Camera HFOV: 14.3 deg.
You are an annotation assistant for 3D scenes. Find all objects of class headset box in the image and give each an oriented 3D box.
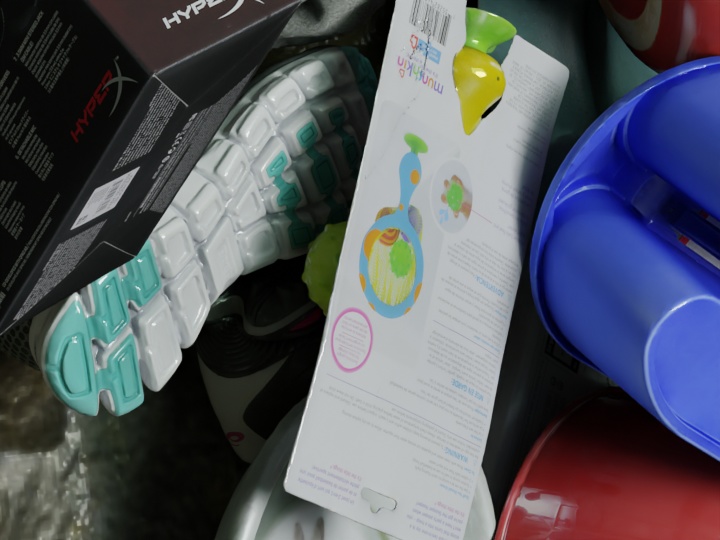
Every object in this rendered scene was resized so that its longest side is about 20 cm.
[{"bbox_3d":[-0.134,-0.103,0.943,0.200,0.149,0.075,48,46,11],"label":"headset box"}]

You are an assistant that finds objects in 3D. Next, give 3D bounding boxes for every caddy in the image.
[{"bbox_3d":[0.157,0.001,1.147,0.200,0.105,0.142,31,101,-40],"label":"caddy"}]

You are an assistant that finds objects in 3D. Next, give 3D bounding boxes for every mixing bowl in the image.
[{"bbox_3d":[0.153,0.150,1.224,0.200,0.108,0.201,2,87,-50],"label":"mixing bowl"}]

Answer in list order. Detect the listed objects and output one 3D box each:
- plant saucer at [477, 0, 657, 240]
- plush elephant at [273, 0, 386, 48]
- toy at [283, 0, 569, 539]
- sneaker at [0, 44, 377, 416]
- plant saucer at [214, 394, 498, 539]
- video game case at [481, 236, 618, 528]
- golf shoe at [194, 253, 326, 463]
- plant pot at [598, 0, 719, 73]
[{"bbox_3d":[0.107,-0.051,1.235,0.200,0.036,0.201,53,26,-42],"label":"plant saucer"},{"bbox_3d":[-0.064,-0.153,1.038,0.165,0.154,0.201,29,73,-78],"label":"plush elephant"},{"bbox_3d":[0.014,-0.003,1.085,0.115,0.047,0.201,28,74,-50],"label":"toy"},{"bbox_3d":[-0.073,-0.029,1.076,0.200,0.091,0.078,-39,132,-36],"label":"sneaker"},{"bbox_3d":[-0.014,0.139,1.129,0.200,0.050,0.201,-2,92,-57],"label":"plant saucer"},{"bbox_3d":[0.117,0.103,1.298,0.182,0.024,0.201,34,62,-38],"label":"video game case"},{"bbox_3d":[0.000,0.000,1.173,0.200,0.077,0.088,-33,131,-41],"label":"golf shoe"},{"bbox_3d":[0.180,-0.174,1.161,0.182,0.200,0.201,-18,100,-9],"label":"plant pot"}]
